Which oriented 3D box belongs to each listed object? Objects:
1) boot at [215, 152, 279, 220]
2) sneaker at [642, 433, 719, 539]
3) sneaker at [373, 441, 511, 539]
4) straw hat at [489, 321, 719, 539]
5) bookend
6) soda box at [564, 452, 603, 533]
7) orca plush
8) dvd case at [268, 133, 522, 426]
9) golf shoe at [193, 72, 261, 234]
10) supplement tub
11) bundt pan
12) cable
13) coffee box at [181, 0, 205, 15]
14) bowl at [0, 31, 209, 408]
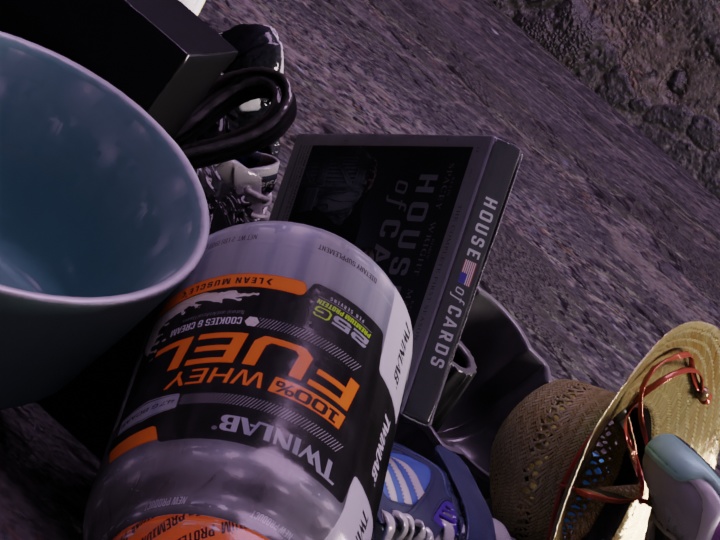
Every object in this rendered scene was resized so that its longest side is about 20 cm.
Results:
[{"bbox_3d":[-0.072,-0.023,1.442,0.199,0.096,0.074,33,15,-21],"label":"boot"},{"bbox_3d":[0.156,0.194,1.261,0.201,0.139,0.078,62,-4,-20],"label":"sneaker"},{"bbox_3d":[0.026,0.144,1.205,0.146,0.081,0.200,34,9,0],"label":"sneaker"},{"bbox_3d":[0.116,0.108,1.294,0.085,0.202,0.201,22,5,29],"label":"straw hat"},{"bbox_3d":[-0.117,-0.044,1.191,0.198,0.200,0.092,40,15,8],"label":"bookend"},{"bbox_3d":[0.165,0.194,1.419,0.064,0.068,0.200,31,16,-25],"label":"soda box"},{"bbox_3d":[-0.115,-0.093,1.501,0.071,0.200,0.106,-19,92,-30],"label":"orca plush"},{"bbox_3d":[0.000,0.000,1.285,0.025,0.151,0.200,23,-9,-30],"label":"dvd case"},{"bbox_3d":[-0.110,-0.028,1.349,0.078,0.094,0.201,22,50,-48],"label":"golf shoe"},{"bbox_3d":[-0.049,0.082,1.045,0.122,0.123,0.201,34,37,-17],"label":"supplement tub"},{"bbox_3d":[0.032,0.070,1.406,0.201,0.076,0.202,36,27,-22],"label":"bundt pan"},{"bbox_3d":[-0.132,-0.061,1.279,0.050,0.198,0.098,63,18,-51],"label":"cable"},{"bbox_3d":[-0.199,-0.251,1.518,0.197,0.201,0.200,28,-1,-34],"label":"coffee box"},{"bbox_3d":[-0.178,-0.013,1.079,0.199,0.105,0.201,20,31,-13],"label":"bowl"}]
